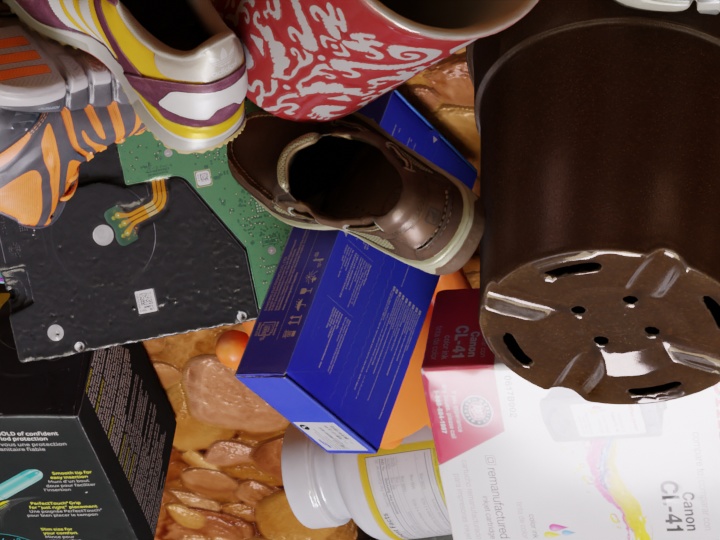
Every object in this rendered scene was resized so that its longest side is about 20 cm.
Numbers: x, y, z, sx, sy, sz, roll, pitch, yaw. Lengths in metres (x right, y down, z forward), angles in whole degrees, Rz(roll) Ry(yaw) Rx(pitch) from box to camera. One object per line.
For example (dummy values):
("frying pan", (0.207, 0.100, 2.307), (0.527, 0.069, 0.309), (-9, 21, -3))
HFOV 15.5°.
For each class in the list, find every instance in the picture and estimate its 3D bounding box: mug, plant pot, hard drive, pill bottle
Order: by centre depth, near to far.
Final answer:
("mug", (0.003, -0.177, 1.404), (0.133, 0.178, 0.200), (0, 166, -22))
("plant pot", (0.148, -0.045, 1.493), (0.200, 0.199, 0.201), (6, 145, 4))
("hard drive", (-0.124, -0.030, 1.615), (0.199, 0.038, 0.140), (-11, 98, 9))
("pill bottle", (0.051, 0.127, 1.830), (0.199, 0.112, 0.112), (-9, 141, 24))

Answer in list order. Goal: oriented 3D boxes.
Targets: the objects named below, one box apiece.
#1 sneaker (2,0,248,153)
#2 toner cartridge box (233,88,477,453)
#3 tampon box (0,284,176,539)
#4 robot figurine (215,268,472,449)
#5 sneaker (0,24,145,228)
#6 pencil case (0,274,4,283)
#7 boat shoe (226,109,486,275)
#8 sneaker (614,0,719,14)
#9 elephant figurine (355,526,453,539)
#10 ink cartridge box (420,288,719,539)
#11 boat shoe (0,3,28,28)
("sneaker", (-0.131, -0.155, 1.446), (0.200, 0.075, 0.090), (40, 148, 23))
("toner cartridge box", (0.000, 0.000, 1.582), (0.043, 0.200, 0.095), (-2, 146, 41))
("tampon box", (-0.229, 0.105, 1.844), (0.149, 0.127, 0.200), (-1, 143, 12))
("robot figurine", (-0.007, 0.036, 1.710), (0.144, 0.117, 0.200), (14, 154, 38))
("sneaker", (-0.156, -0.090, 1.533), (0.200, 0.078, 0.112), (-9, 136, -33))
("pencil case", (-0.200, -0.023, 1.686), (0.199, 0.093, 0.085), (4, -177, 5))
("boat shoe", (-0.017, -0.059, 1.489), (0.075, 0.075, 0.202), (26, 176, -43))
("sneaker", (0.218, -0.187, 1.388), (0.199, 0.075, 0.116), (2, 142, 11))
("elephant figurine", (0.033, 0.238, 1.964), (0.199, 0.156, 0.141), (-17, 161, 19))
("ink cartridge box", (0.147, 0.087, 1.596), (0.199, 0.086, 0.148), (-2, 124, 15))
("boat shoe", (-0.256, -0.099, 1.611), (0.200, 0.069, 0.075), (-21, 133, 33))
